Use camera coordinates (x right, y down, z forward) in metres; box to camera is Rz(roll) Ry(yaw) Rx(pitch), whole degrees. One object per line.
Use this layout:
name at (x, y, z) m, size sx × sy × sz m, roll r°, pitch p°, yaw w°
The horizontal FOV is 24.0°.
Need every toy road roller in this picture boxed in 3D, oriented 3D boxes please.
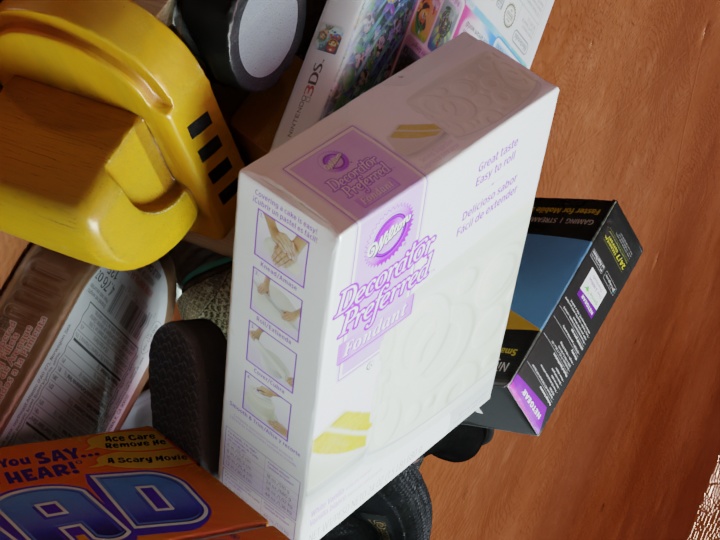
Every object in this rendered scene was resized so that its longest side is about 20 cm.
toy road roller at (-0.097, -0.052, 0.747) m, size 0.147 × 0.122 × 0.201 m, roll -57°, pitch 151°, yaw -25°

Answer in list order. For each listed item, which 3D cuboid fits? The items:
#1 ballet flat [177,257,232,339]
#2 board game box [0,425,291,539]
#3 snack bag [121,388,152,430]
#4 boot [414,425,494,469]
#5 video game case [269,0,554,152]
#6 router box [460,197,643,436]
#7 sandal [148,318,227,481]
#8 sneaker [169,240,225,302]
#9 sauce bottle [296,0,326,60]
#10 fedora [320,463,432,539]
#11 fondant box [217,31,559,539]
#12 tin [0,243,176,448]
ballet flat at (0.000, 0.000, 0.907) m, size 0.199 × 0.076 × 0.068 m, roll -27°, pitch 170°, yaw -19°
board game box at (-0.134, 0.210, 0.722) m, size 0.199 × 0.199 × 0.202 m, roll -4°, pitch 116°, yaw -43°
snack bag at (-0.114, 0.136, 1.006) m, size 0.188 × 0.021 × 0.202 m, roll -30°, pitch 136°, yaw -58°
boot at (0.020, 0.139, 1.227) m, size 0.211 × 0.079 × 0.159 m, roll 45°, pitch 61°, yaw -54°
video game case at (0.036, -0.107, 0.804) m, size 0.200 × 0.024 × 0.183 m, roll 30°, pitch 80°, yaw -65°
router box at (0.059, 0.022, 1.062) m, size 0.051 × 0.199 × 0.150 m, roll 54°, pitch 56°, yaw -33°
sandal at (-0.071, 0.125, 0.833) m, size 0.043 × 0.076 × 0.202 m, roll -4°, pitch 101°, yaw -34°
sneaker at (-0.042, -0.013, 0.990) m, size 0.199 × 0.105 × 0.076 m, roll 4°, pitch 116°, yaw -36°
sauce bottle at (-0.042, -0.165, 0.852) m, size 0.065 × 0.064 × 0.201 m, roll -49°, pitch 155°, yaw -39°
fedora at (-0.057, 0.147, 0.961) m, size 0.199 × 0.092 × 0.202 m, roll -18°, pitch 129°, yaw -23°
fondant box at (0.009, 0.012, 0.758) m, size 0.144 × 0.058 × 0.201 m, roll -35°, pitch 147°, yaw -36°
tin at (-0.155, 0.063, 0.831) m, size 0.201 × 0.042 × 0.112 m, roll -62°, pitch 152°, yaw -14°
